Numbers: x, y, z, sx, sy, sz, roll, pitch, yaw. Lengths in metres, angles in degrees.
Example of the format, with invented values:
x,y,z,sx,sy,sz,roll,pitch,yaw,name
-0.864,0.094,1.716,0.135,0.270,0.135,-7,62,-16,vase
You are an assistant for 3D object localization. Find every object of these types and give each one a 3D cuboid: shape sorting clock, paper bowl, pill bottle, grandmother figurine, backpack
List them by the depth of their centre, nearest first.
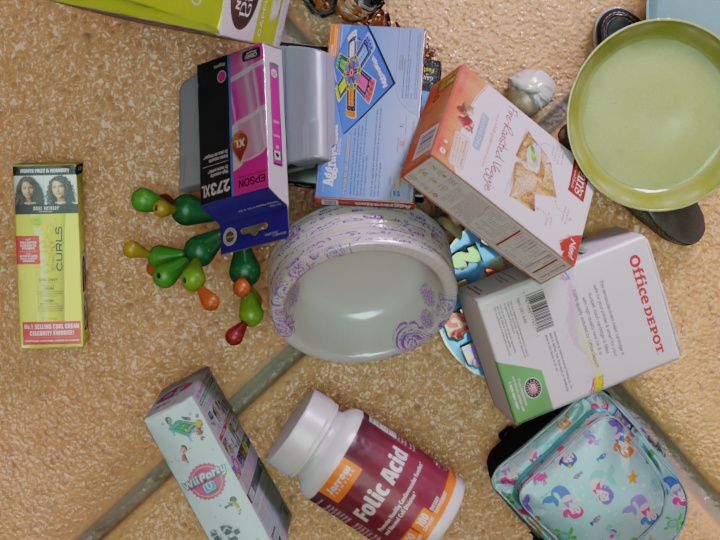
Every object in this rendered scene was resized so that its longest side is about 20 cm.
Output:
x,y,z,sx,sy,sz,roll,pitch,yaw,name
0.000,0.000,1.648,0.199,0.105,0.201,-4,139,-3,paper bowl
0.137,-0.138,1.685,0.121,0.061,0.200,40,93,1,grandmother figurine
0.259,0.241,1.697,0.177,0.151,0.200,-40,101,3,backpack
0.005,0.224,1.699,0.199,0.114,0.114,34,96,-6,pill bottle
0.178,0.030,1.716,0.199,0.039,0.201,0,98,-1,shape sorting clock

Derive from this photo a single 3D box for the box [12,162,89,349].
x,y,z,sx,sy,sz,roll,pitch,yaw,name
-0.338,-0.018,1.692,0.075,0.050,0.201,0,98,-2,box

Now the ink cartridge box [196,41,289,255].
x,y,z,sx,sy,sz,roll,pitch,yaw,name
-0.120,-0.123,1.568,0.094,0.037,0.201,-13,76,36,ink cartridge box

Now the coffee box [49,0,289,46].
x,y,z,sx,sy,sz,roll,pitch,yaw,name
-0.180,-0.344,1.556,0.199,0.198,0.201,14,97,13,coffee box

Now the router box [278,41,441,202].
x,y,z,sx,sy,sz,roll,pitch,yaw,name
-0.019,-0.160,1.657,0.199,0.051,0.150,7,86,4,router box

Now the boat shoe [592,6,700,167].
x,y,z,sx,sy,sz,roll,pitch,yaw,name
0.317,-0.195,1.678,0.074,0.060,0.201,-26,98,1,boat shoe

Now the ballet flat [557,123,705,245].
x,y,z,sx,sy,sz,roll,pitch,yaw,name
0.295,-0.095,1.703,0.200,0.046,0.068,35,65,-11,ballet flat

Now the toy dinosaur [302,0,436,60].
x,y,z,sx,sy,sz,roll,pitch,yaw,name
0.008,-0.310,1.656,0.200,0.102,0.136,39,111,-24,toy dinosaur

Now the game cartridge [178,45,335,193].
x,y,z,sx,sy,sz,roll,pitch,yaw,name
-0.112,-0.161,1.612,0.199,0.041,0.134,-10,79,36,game cartridge

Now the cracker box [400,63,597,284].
x,y,z,sx,sy,sz,roll,pitch,yaw,name
0.146,-0.098,1.588,0.200,0.134,0.058,36,140,-21,cracker box

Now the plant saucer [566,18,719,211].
x,y,z,sx,sy,sz,roll,pitch,yaw,name
0.312,-0.163,1.625,0.199,0.031,0.201,-1,100,-4,plant saucer

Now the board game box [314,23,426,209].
x,y,z,sx,sy,sz,roll,pitch,yaw,name
0.011,-0.161,1.598,0.102,0.019,0.201,4,69,2,board game box

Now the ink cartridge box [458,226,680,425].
x,y,z,sx,sy,sz,roll,pitch,yaw,name
0.224,0.056,1.665,0.199,0.084,0.146,-21,103,-8,ink cartridge box

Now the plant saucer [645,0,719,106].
x,y,z,sx,sy,sz,roll,pitch,yaw,name
0.394,-0.274,1.667,0.199,0.036,0.202,0,89,-11,plant saucer

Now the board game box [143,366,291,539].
x,y,z,sx,sy,sz,roll,pitch,yaw,name
-0.152,0.218,1.679,0.064,0.148,0.201,-27,97,5,board game box

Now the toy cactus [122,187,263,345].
x,y,z,sx,sy,sz,roll,pitch,yaw,name
-0.155,-0.027,1.679,0.165,0.102,0.200,-40,70,-19,toy cactus
